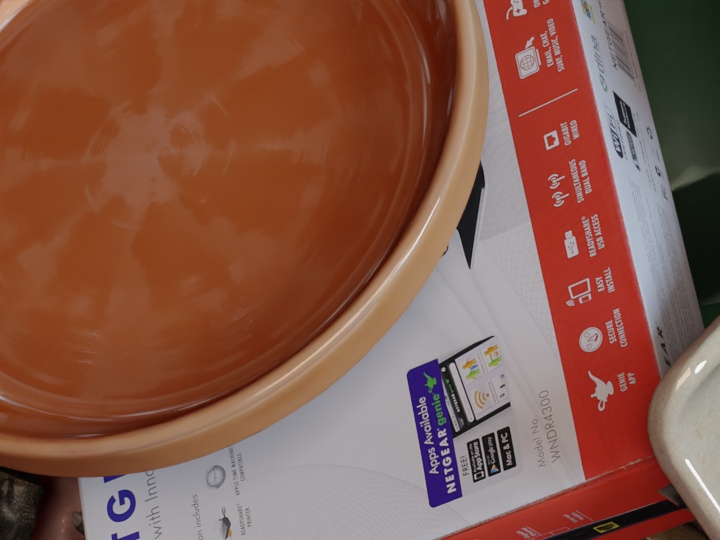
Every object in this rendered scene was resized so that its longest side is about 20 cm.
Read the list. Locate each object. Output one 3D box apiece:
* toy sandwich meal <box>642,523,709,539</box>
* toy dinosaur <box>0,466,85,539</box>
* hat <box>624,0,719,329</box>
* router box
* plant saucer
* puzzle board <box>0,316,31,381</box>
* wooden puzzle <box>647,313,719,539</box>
[{"bbox_3d":[0.057,0.161,0.839,0.204,0.070,0.206,0,81,-2],"label":"toy sandwich meal"},{"bbox_3d":[-0.130,0.107,0.850,0.200,0.077,0.103,21,93,-3],"label":"toy dinosaur"},{"bbox_3d":[0.117,0.016,0.891,0.165,0.176,0.200,2,54,21],"label":"hat"},{"bbox_3d":[0.000,0.000,0.804,0.179,0.049,0.200,-24,60,22],"label":"router box"},{"bbox_3d":[-0.059,-0.034,0.787,0.200,0.032,0.201,-10,58,17],"label":"plant saucer"},{"bbox_3d":[-0.182,0.030,0.827,0.200,0.017,0.151,-37,50,-9],"label":"puzzle board"},{"bbox_3d":[0.182,0.061,0.755,0.185,0.046,0.200,-42,105,-38],"label":"wooden puzzle"}]
